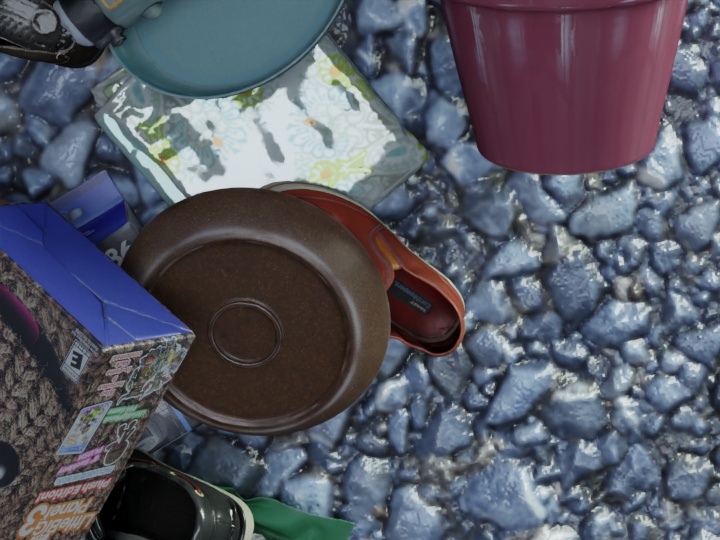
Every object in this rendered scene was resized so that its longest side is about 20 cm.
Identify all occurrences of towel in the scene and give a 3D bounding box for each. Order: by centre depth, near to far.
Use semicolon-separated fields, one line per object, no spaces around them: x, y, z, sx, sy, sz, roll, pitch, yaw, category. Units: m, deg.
-0.075;-0.104;1.275;0.171;0.048;0.200;-40;97;5;towel

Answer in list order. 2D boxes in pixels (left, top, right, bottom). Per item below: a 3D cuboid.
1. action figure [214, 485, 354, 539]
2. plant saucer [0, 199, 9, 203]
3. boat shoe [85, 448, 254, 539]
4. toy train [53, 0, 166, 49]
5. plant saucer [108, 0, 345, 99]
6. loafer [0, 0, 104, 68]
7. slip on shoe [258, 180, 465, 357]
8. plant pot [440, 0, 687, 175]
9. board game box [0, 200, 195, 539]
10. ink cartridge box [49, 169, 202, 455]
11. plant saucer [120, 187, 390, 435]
-0.119;0.204;1.319;0.200;0.055;0.118;25;100;0;action figure
-0.289;0.037;1.277;0.200;0.032;0.201;4;105;16;plant saucer
-0.171;0.164;1.248;0.201;0.063;0.074;11;82;35;boat shoe
-0.142;-0.240;1.191;0.200;0.085;0.114;-34;88;11;toy train
-0.091;-0.208;1.226;0.200;0.027;0.201;-7;69;19;plant saucer
-0.278;-0.198;1.244;0.200;0.071;0.073;15;98;-3;loafer
0.000;0.000;1.257;0.200;0.061;0.074;34;102;-24;slip on shoe
0.140;-0.170;1.208;0.199;0.200;0.179;-4;114;-1;plant pot
-0.234;0.079;1.181;0.159;0.097;0.200;39;112;23;board game box
-0.179;0.035;1.298;0.099;0.039;0.200;-32;97;4;ink cartridge box
-0.079;0.039;1.235;0.200;0.035;0.201;3;118;6;plant saucer
